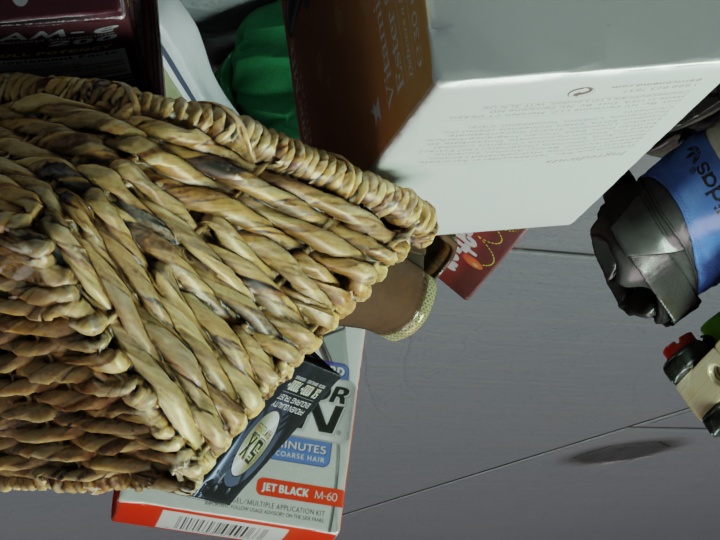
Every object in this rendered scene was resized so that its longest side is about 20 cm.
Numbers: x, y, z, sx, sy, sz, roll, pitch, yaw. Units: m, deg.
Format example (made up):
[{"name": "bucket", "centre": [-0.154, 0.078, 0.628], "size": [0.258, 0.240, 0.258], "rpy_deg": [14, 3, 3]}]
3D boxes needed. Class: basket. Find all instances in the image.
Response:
[{"name": "basket", "centre": [-0.104, -0.018, 0.968], "size": [0.200, 0.143, 0.149], "rpy_deg": [-6, -145, 52]}]

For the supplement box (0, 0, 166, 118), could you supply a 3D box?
[{"name": "supplement box", "centre": [-0.108, -0.107, 0.991], "size": [0.061, 0.109, 0.200], "rpy_deg": [-6, 166, -1]}]

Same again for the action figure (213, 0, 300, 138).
[{"name": "action figure", "centre": [0.014, -0.089, 1.200], "size": [0.200, 0.118, 0.055], "rpy_deg": [-5, 179, 25]}]

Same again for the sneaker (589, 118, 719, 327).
[{"name": "sneaker", "centre": [0.172, -0.024, 1.362], "size": [0.111, 0.077, 0.200], "rpy_deg": [-33, 170, 14]}]

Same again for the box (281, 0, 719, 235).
[{"name": "box", "centre": [0.043, -0.109, 0.980], "size": [0.106, 0.153, 0.200], "rpy_deg": [-5, 166, -14]}]

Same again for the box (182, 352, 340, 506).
[{"name": "box", "centre": [-0.129, 0.003, 1.230], "size": [0.086, 0.200, 0.164], "rpy_deg": [-49, 159, 6]}]

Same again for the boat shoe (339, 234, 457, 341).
[{"name": "boat shoe", "centre": [0.004, -0.005, 1.244], "size": [0.075, 0.075, 0.202], "rpy_deg": [-49, 177, 20]}]

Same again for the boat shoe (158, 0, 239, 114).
[{"name": "boat shoe", "centre": [-0.092, -0.060, 1.190], "size": [0.072, 0.062, 0.200], "rpy_deg": [29, 162, 29]}]

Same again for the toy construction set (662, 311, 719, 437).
[{"name": "toy construction set", "centre": [0.225, 0.025, 1.326], "size": [0.131, 0.092, 0.200], "rpy_deg": [-25, 147, -35]}]

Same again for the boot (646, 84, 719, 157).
[{"name": "boot", "centre": [0.158, -0.096, 1.337], "size": [0.130, 0.068, 0.200], "rpy_deg": [-11, 173, -34]}]

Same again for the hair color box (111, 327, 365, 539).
[{"name": "hair color box", "centre": [-0.055, 0.030, 1.354], "size": [0.111, 0.200, 0.064], "rpy_deg": [9, 164, -7]}]

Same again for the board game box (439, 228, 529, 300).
[{"name": "board game box", "centre": [0.040, -0.046, 1.385], "size": [0.019, 0.103, 0.200], "rpy_deg": [-51, 178, -17]}]
